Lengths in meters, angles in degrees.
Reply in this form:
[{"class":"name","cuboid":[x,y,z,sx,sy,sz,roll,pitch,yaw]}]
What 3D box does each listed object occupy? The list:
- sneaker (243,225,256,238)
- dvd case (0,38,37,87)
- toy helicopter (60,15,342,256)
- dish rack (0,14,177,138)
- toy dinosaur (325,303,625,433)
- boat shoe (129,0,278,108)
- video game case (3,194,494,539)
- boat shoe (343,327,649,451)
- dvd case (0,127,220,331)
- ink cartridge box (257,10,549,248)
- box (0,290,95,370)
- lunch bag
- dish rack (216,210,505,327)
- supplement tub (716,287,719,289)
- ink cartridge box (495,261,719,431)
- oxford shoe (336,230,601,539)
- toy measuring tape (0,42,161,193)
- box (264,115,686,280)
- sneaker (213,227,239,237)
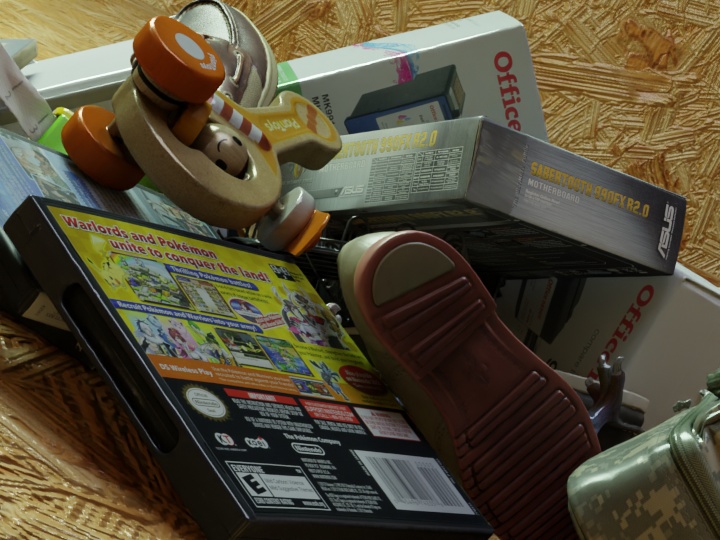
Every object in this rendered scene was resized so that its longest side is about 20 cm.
[{"class":"sneaker","cuboid":[-0.088,-0.061,1.502,0.071,0.073,0.200,17,0,-4]},{"class":"dvd case","cuboid":[-0.280,-0.125,1.209,0.148,0.016,0.200,-1,12,-3]},{"class":"toy helicopter","cuboid":[-0.053,-0.060,1.035,0.132,0.079,0.200,46,22,10]},{"class":"dish rack","cuboid":[-0.168,-0.126,1.309,0.199,0.044,0.172,-15,16,-5]},{"class":"toy dinosaur","cuboid":[0.047,0.076,1.023,0.181,0.105,0.200,1,32,-23]},{"class":"boat shoe","cuboid":[-0.095,-0.109,1.155,0.072,0.072,0.200,57,19,-35]},{"class":"video game case","cuboid":[-0.045,0.052,0.884,0.181,0.026,0.200,53,20,27]},{"class":"boat shoe","cuboid":[0.065,0.076,1.137,0.199,0.057,0.067,12,-9,29]},{"class":"dvd case","cuboid":[-0.115,-0.007,0.950,0.200,0.018,0.143,22,24,-50]},{"class":"ink cartridge box","cuboid":[0.023,-0.078,1.336,0.199,0.146,0.088,-14,15,-6]},{"class":"box","cuboid":[-0.164,-0.008,1.025,0.200,0.036,0.143,30,10,24]},{"class":"lunch bag","cuboid":[0.203,0.103,0.902,0.140,0.167,0.200,62,16,9]},{"class":"dish rack","cuboid":[0.000,0.000,1.153,0.153,0.055,0.200,8,-12,9]},{"class":"supplement tub","cuboid":[0.279,0.092,1.413,0.144,0.145,0.200,31,10,28]},{"class":"ink cartridge box","cuboid":[0.136,0.045,1.233,0.084,0.145,0.200,27,7,-32]},{"class":"oxford shoe","cuboid":[0.056,0.061,0.974,0.200,0.070,0.075,60,-14,-16]},{"class":"toy measuring tape","cuboid":[-0.157,-0.069,1.121,0.074,0.074,0.200,37,-18,51]},{"class":"box","cuboid":[0.063,-0.037,1.165,0.158,0.049,0.200,18,-12,-33]},{"class":"sneaker","cuboid":[-0.129,-0.037,1.278,0.083,0.072,0.200,50,-3,-30]}]
